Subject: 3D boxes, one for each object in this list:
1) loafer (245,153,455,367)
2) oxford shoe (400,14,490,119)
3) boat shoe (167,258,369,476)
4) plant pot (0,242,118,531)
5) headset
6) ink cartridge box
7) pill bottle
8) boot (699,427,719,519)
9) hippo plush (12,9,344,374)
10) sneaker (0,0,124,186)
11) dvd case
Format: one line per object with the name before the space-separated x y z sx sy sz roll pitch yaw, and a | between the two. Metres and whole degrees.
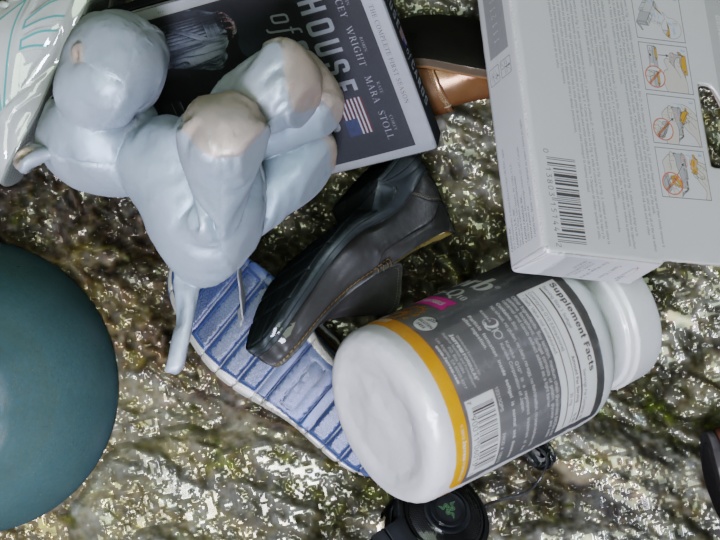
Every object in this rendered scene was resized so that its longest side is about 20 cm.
loafer | 0.000 0.000 1.164 0.072 0.073 0.200 48 54 -10
oxford shoe | 0.042 -0.128 1.211 0.198 0.072 0.072 2 123 -2
boat shoe | -0.051 0.060 1.207 0.072 0.072 0.200 -44 93 2
plant pot | -0.267 0.083 1.180 0.198 0.135 0.202 0 92 1
headset | 0.042 0.165 1.198 0.199 0.124 0.094 -32 72 -12
ink cartridge box | 0.169 -0.092 1.164 0.175 0.045 0.202 5 69 -27
pill bottle | 0.090 0.060 1.151 0.199 0.116 0.117 -23 93 -31
boot | 0.346 0.146 1.211 0.199 0.068 0.189 -31 92 1
hippo plush | -0.114 -0.083 1.123 0.160 0.159 0.201 31 128 17
sneaker | -0.217 -0.161 1.200 0.080 0.070 0.201 30 91 9
dvd case | -0.064 -0.122 1.165 0.198 0.025 0.151 -12 122 17
